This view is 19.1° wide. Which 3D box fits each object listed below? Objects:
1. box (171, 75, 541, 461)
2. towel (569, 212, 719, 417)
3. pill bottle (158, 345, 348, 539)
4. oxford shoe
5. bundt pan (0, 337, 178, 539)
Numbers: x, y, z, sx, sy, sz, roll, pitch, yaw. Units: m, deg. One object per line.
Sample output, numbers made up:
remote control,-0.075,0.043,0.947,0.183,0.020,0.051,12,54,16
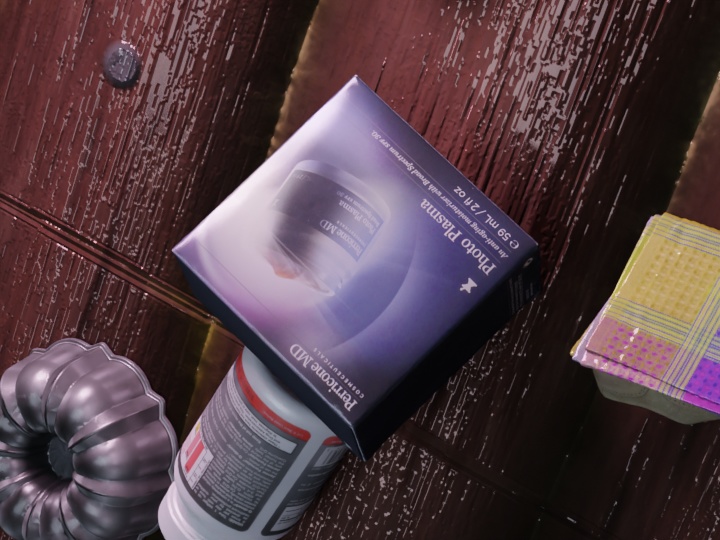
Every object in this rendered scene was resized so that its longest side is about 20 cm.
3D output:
box,0.000,0.000,1.619,0.198,0.123,0.200,-45,74,-8
towel,0.267,0.042,1.538,0.200,0.023,0.144,21,64,24
pill bottle,-0.083,0.150,1.742,0.116,0.116,0.200,44,124,16
oxford shoe,0.268,0.079,1.579,0.200,0.070,0.075,13,136,23
bundt pan,-0.262,0.164,1.874,0.202,0.076,0.202,5,101,29
